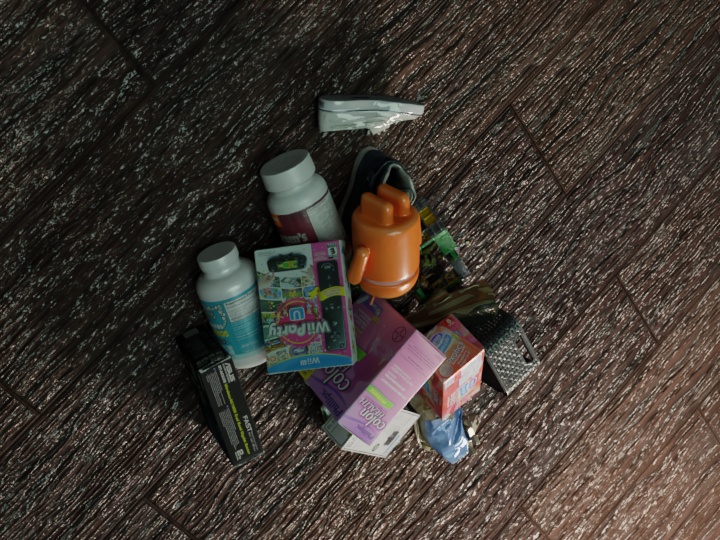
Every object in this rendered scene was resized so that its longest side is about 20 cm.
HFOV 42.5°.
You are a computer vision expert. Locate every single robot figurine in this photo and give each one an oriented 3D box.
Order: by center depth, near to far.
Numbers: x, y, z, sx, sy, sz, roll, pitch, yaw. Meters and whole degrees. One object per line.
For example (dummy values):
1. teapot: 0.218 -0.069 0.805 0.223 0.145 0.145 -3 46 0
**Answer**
1. robot figurine: 0.041 -0.039 1.537 0.114 0.145 0.203 2 125 8

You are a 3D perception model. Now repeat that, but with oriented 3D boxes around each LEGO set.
1. LEGO set: 0.114 -0.039 1.736 0.153 0.117 0.200 -41 136 11

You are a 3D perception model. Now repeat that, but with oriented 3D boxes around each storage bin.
1. storage bin: 0.237 0.137 1.787 0.093 0.199 0.136 -39 120 -11

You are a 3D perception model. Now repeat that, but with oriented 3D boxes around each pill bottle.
1. pill bottle: -0.210 0.056 1.569 0.110 0.110 0.203 -27 116 -18
2. pill bottle: -0.095 -0.096 1.584 0.109 0.109 0.202 -31 118 -16

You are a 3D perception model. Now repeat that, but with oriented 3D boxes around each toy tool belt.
1. toy tool belt: 0.180 0.328 1.864 0.124 0.123 0.202 -36 120 -14

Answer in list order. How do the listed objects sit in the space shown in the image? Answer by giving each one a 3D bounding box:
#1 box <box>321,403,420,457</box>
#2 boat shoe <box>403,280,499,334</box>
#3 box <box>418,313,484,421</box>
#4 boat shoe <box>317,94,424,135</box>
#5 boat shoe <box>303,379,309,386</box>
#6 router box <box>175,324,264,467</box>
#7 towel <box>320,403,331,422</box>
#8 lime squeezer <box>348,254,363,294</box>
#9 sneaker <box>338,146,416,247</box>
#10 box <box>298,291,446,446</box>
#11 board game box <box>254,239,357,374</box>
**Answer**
1. box: 0.022 0.283 1.739 0.117 0.060 0.200 -50 150 4
2. boat shoe: 0.158 0.073 1.724 0.197 0.075 0.076 -16 155 13
3. box: 0.159 0.180 1.703 0.102 0.095 0.201 -36 155 -14
4. boat shoe: 0.018 -0.268 1.616 0.197 0.072 0.067 -5 113 -26
5. boat shoe: -0.071 0.194 1.710 0.198 0.073 0.068 28 91 -33
6. router box: -0.241 0.212 1.578 0.061 0.149 0.203 -24 116 -18
7. towel: 0.016 0.237 1.757 0.199 0.031 0.150 -35 151 -17
8. lime squeezer: 0.000 0.000 1.658 0.037 0.071 0.203 -12 123 -12
9. sneaker: 0.026 -0.104 1.629 0.076 0.146 0.206 3 106 -31
10. box: 0.015 0.160 1.592 0.201 0.176 0.097 -49 127 1
11. board game box: -0.088 0.059 1.521 0.145 0.064 0.204 -7 90 5
